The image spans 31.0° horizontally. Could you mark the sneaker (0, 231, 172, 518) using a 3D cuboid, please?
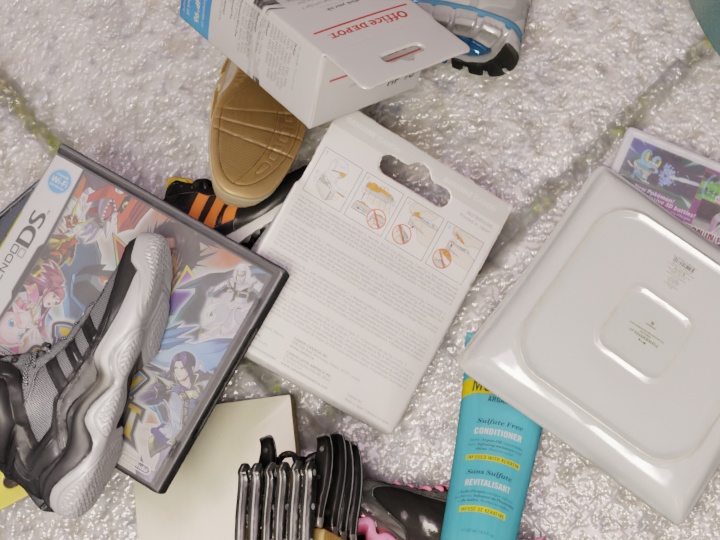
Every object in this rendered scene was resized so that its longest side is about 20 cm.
[{"bbox_3d":[-0.205,0.058,0.887,0.113,0.075,0.202,18,84,6],"label":"sneaker"}]

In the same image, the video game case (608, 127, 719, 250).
[{"bbox_3d":[0.261,0.009,0.996,0.199,0.023,0.183,24,82,11],"label":"video game case"}]

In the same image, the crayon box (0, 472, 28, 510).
[{"bbox_3d":[-0.284,0.085,1.035,0.126,0.051,0.201,-26,75,1],"label":"crayon box"}]

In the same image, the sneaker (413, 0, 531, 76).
[{"bbox_3d":[0.047,-0.226,1.060,0.199,0.075,0.087,21,64,10],"label":"sneaker"}]

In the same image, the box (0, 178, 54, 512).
[{"bbox_3d":[-0.233,0.056,0.982,0.157,0.051,0.200,-41,77,-3],"label":"box"}]

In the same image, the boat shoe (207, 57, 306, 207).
[{"bbox_3d":[-0.082,-0.123,1.021,0.073,0.069,0.201,17,54,-10],"label":"boat shoe"}]

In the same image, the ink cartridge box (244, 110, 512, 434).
[{"bbox_3d":[0.000,0.000,0.989,0.160,0.050,0.201,30,82,-11],"label":"ink cartridge box"}]

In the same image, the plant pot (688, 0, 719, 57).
[{"bbox_3d":[0.337,-0.249,0.965,0.194,0.196,0.202,-6,87,6],"label":"plant pot"}]

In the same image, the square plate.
[{"bbox_3d":[0.206,0.047,0.955,0.199,0.028,0.199,35,77,10],"label":"square plate"}]

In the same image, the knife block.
[{"bbox_3d":[-0.034,0.217,0.881,0.063,0.176,0.202,-5,110,26],"label":"knife block"}]

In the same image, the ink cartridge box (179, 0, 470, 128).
[{"bbox_3d":[-0.029,-0.178,0.965,0.116,0.068,0.200,-26,56,-36],"label":"ink cartridge box"}]

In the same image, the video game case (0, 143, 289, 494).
[{"bbox_3d":[-0.181,0.032,0.941,0.199,0.026,0.182,29,84,11],"label":"video game case"}]

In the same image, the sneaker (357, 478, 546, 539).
[{"bbox_3d":[0.054,0.190,0.967,0.199,0.079,0.096,32,67,9],"label":"sneaker"}]

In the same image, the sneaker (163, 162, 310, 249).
[{"bbox_3d":[-0.113,-0.049,1.032,0.199,0.070,0.090,-32,79,2],"label":"sneaker"}]

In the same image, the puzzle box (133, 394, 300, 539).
[{"bbox_3d":[-0.106,0.204,1.000,0.132,0.025,0.202,-7,77,5],"label":"puzzle box"}]

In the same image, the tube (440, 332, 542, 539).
[{"bbox_3d":[0.099,0.131,0.953,0.077,0.051,0.201,13,51,4],"label":"tube"}]
